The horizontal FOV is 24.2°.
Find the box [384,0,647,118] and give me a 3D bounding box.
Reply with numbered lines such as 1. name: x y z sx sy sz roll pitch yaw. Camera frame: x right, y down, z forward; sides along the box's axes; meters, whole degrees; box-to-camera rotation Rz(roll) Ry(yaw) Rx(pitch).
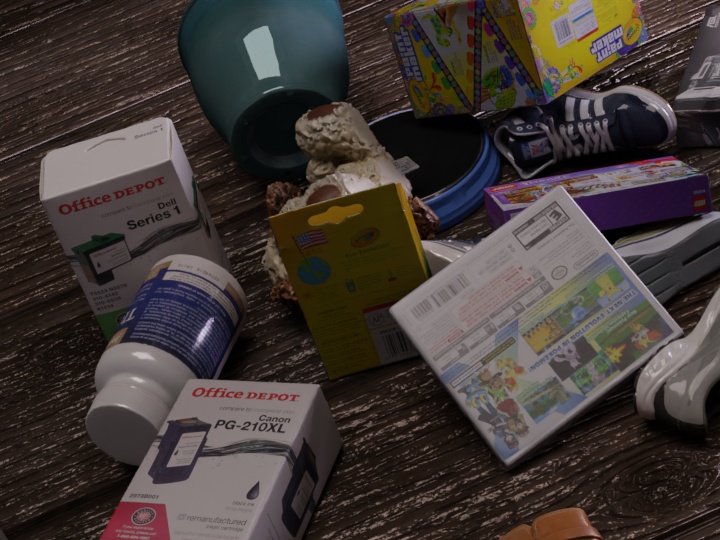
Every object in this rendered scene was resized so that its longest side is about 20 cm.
1. box: 0.170 -0.264 1.822 0.191 0.123 0.199 0 25 46

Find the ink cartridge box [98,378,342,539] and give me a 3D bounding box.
1. ink cartridge box: -0.119 0.194 1.485 0.143 0.085 0.201 1 42 24

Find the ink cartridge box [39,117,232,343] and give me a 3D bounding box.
1. ink cartridge box: -0.229 -0.038 1.728 0.145 0.201 0.085 -17 36 4

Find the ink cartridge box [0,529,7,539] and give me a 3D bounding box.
1. ink cartridge box: -0.416 0.199 1.522 0.198 0.201 0.041 11 46 35

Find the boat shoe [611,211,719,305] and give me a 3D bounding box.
1. boat shoe: 0.264 -0.001 1.579 0.198 0.073 0.062 -23 21 -18

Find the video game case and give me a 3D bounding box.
1. video game case: 0.156 0.048 1.501 0.199 0.022 0.183 -35 70 -8

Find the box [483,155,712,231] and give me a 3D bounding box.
1. box: 0.226 -0.068 1.624 0.197 0.040 0.137 -10 12 -2

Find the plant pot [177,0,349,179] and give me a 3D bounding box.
1. plant pot: -0.098 -0.214 1.906 0.198 0.201 0.189 -19 46 1

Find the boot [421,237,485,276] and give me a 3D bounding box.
1. boot: 0.128 -0.003 1.643 0.198 0.073 0.090 14 36 31

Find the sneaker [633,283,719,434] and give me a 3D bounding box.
1. sneaker: 0.324 0.068 1.459 0.079 0.074 0.200 30 65 35

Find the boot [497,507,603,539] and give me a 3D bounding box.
1. boot: 0.192 0.241 1.297 0.198 0.074 0.155 -15 33 3

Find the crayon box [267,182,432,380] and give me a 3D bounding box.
1. crayon box: 0.000 0.000 1.576 0.125 0.201 0.051 -15 37 6

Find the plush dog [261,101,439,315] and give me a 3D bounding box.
1. plush dog: -0.030 -0.044 1.711 0.171 0.160 0.201 -37 35 28

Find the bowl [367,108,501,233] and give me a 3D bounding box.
1. bowl: 0.053 -0.110 1.823 0.198 0.040 0.202 -13 37 10

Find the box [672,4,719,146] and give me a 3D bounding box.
1. box: 0.426 -0.210 1.766 0.156 0.050 0.201 1 42 26

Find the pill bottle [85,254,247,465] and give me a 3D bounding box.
1. pill bottle: -0.191 0.088 1.629 0.110 0.112 0.201 -1 40 23

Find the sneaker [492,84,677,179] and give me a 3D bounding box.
1. sneaker: 0.228 -0.142 1.755 0.199 0.071 0.108 13 43 46
